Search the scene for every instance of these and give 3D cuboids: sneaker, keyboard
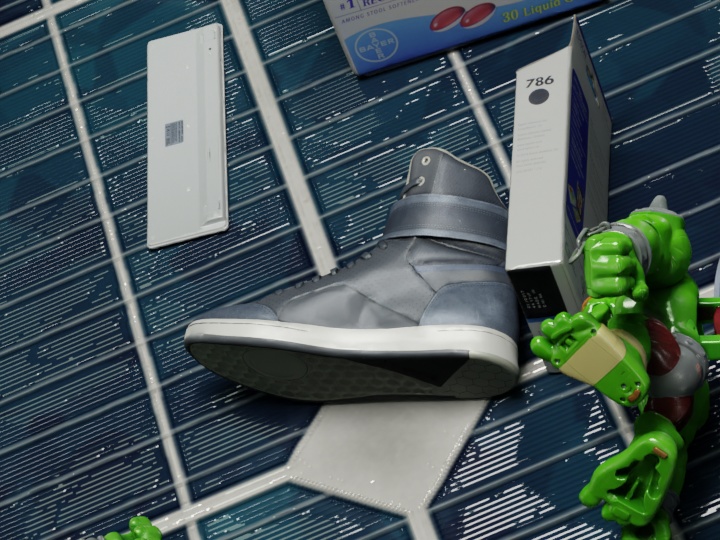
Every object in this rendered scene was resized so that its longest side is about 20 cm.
[{"bbox_3d":[0.001,0.001,1.486,0.202,0.077,0.146,1,62,11],"label":"sneaker"},{"bbox_3d":[-0.118,-0.094,1.679,0.056,0.011,0.200,-18,45,14],"label":"keyboard"}]

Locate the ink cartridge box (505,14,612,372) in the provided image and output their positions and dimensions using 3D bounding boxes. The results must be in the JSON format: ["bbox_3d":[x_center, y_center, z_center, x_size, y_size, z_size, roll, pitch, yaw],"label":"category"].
[{"bbox_3d":[0.119,-0.047,1.474,0.039,0.100,0.200,-8,47,18],"label":"ink cartridge box"}]

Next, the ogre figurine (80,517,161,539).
[{"bbox_3d":[-0.180,0.216,1.359,0.120,0.098,0.200,2,62,9],"label":"ogre figurine"}]

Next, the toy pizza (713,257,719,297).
[{"bbox_3d":[0.299,0.010,1.392,0.200,0.032,0.200,-10,53,13],"label":"toy pizza"}]

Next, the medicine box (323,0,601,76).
[{"bbox_3d":[0.047,-0.251,1.613,0.182,0.200,0.103,-17,46,8],"label":"medicine box"}]

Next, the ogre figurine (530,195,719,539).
[{"bbox_3d":[0.154,0.051,1.325,0.098,0.200,0.120,-17,21,32],"label":"ogre figurine"}]
